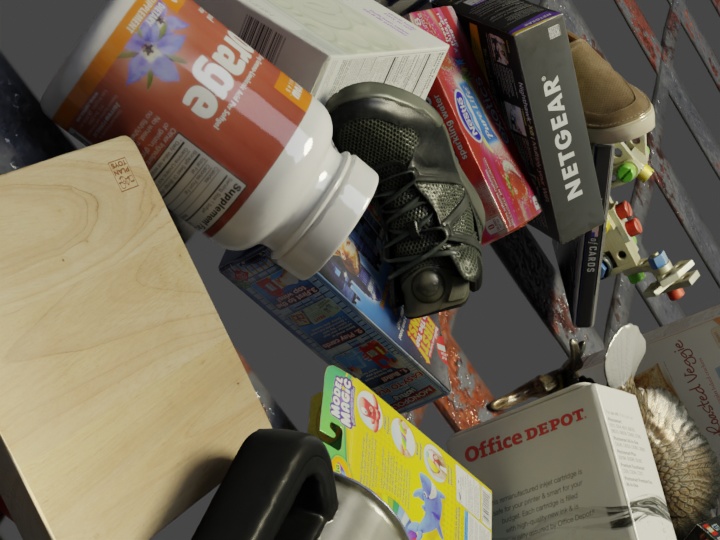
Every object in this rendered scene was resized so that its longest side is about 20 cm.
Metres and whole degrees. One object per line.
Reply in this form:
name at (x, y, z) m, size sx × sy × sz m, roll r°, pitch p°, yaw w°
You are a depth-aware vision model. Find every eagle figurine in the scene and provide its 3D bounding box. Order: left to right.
eagle figurine at (0.230, 0.163, 1.228) m, size 0.201 × 0.151 × 0.151 m, roll 51°, pitch -6°, yaw 20°

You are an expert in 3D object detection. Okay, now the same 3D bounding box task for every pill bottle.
pill bottle at (-0.090, -0.086, 0.872) m, size 0.199 × 0.112 × 0.113 m, roll 37°, pitch 37°, yaw -13°

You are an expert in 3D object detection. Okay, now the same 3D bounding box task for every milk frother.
milk frother at (-0.005, 0.201, 0.744) m, size 0.198 × 0.182 × 0.189 m, roll 20°, pitch 34°, yaw 8°

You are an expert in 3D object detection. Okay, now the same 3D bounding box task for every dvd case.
dvd case at (0.212, -0.071, 1.342) m, size 0.151 × 0.024 × 0.202 m, roll -92°, pitch -178°, yaw -55°

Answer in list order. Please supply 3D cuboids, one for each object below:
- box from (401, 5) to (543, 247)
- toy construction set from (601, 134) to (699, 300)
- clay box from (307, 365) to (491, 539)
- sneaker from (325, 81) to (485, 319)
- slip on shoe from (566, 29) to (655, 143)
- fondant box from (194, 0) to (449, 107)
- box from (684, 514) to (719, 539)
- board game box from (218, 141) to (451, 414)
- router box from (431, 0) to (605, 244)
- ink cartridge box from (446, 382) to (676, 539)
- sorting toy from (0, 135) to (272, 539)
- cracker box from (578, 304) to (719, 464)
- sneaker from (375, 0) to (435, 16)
box at (0.063, -0.113, 1.198) m, size 0.095 × 0.099 × 0.202 m, roll -27°, pitch 93°, yaw -59°
toy construction set at (0.280, -0.058, 1.474) m, size 0.092 × 0.130 × 0.202 m, roll -20°, pitch 86°, yaw -59°
clay box at (0.021, 0.164, 0.983) m, size 0.200 × 0.047 × 0.116 m, roll 41°, pitch 38°, yaw -34°
sneaker at (0.038, -0.043, 0.993) m, size 0.200 × 0.075 × 0.115 m, roll 54°, pitch 26°, yaw -47°
slip on shoe at (0.195, -0.177, 1.265) m, size 0.200 × 0.075 × 0.061 m, roll -125°, pitch -164°, yaw -54°
fondant box at (-0.040, -0.175, 1.047) m, size 0.143 × 0.059 × 0.199 m, roll 34°, pitch 23°, yaw 19°
box at (0.307, 0.281, 1.263) m, size 0.038 × 0.137 × 0.199 m, roll 41°, pitch 17°, yaw 25°
board game box at (0.000, 0.000, 1.054) m, size 0.201 × 0.061 × 0.201 m, roll 52°, pitch 32°, yaw -24°
router box at (0.140, -0.143, 1.247) m, size 0.157 × 0.052 × 0.202 m, roll 41°, pitch -29°, yaw 58°
ink cartridge box at (0.163, 0.207, 1.082) m, size 0.084 × 0.145 × 0.203 m, roll 17°, pitch 55°, yaw -51°
sorting toy at (-0.160, 0.048, 0.754) m, size 0.201 × 0.069 × 0.200 m, roll 64°, pitch 29°, yaw -3°
cracker box at (0.306, 0.121, 1.318) m, size 0.135 × 0.198 × 0.058 m, roll 63°, pitch 31°, yaw -3°
sneaker at (0.074, -0.259, 1.339) m, size 0.199 × 0.080 × 0.116 m, roll 36°, pitch 43°, yaw -38°
